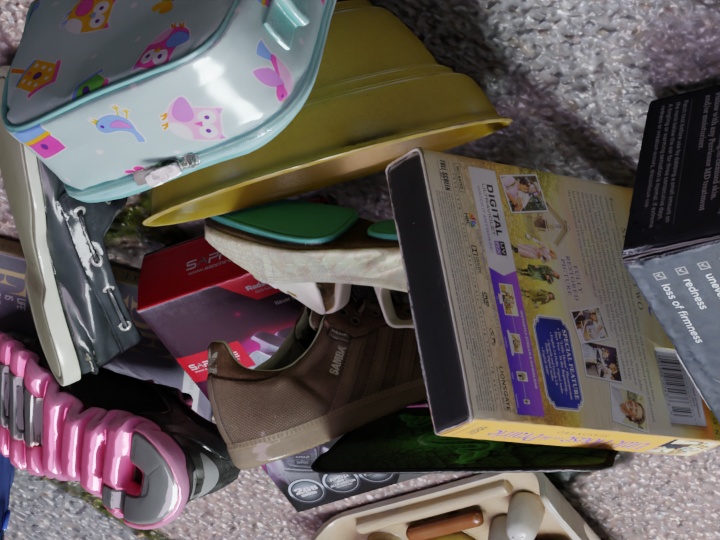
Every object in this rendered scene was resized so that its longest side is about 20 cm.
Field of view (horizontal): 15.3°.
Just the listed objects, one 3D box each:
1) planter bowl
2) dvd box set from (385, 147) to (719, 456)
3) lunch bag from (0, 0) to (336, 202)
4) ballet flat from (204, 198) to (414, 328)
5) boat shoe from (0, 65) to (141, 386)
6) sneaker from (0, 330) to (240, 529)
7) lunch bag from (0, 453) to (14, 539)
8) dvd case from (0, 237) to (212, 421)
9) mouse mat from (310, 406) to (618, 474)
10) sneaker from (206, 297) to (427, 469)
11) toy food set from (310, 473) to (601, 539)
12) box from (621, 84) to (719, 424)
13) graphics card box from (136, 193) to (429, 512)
[{"bbox_3d":[-0.028,-0.089,1.388,0.200,0.200,0.084,-18,88,33],"label":"planter bowl"},{"bbox_3d":[0.103,0.019,1.390,0.199,0.147,0.029,7,155,-44],"label":"dvd box set"},{"bbox_3d":[-0.082,-0.127,1.305,0.160,0.201,0.077,-15,131,29],"label":"lunch bag"},{"bbox_3d":[0.000,0.000,1.459,0.199,0.067,0.063,6,109,25],"label":"ballet flat"},{"bbox_3d":[-0.164,-0.031,1.541,0.066,0.074,0.200,-17,114,-16],"label":"boat shoe"},{"bbox_3d":[-0.151,0.090,1.625,0.200,0.095,0.079,30,123,35],"label":"sneaker"},{"bbox_3d":[-0.317,0.153,1.741,0.199,0.133,0.136,15,147,3],"label":"lunch bag"},{"bbox_3d":[-0.186,0.043,1.672,0.199,0.016,0.149,14,139,2],"label":"dvd case"},{"bbox_3d":[0.067,0.091,1.476,0.160,0.200,0.008,-2,95,10],"label":"mouse mat"},{"bbox_3d":[0.006,0.042,1.504,0.070,0.199,0.076,-14,98,63],"label":"sneaker"},{"bbox_3d":[0.077,0.207,1.738,0.199,0.061,0.144,-17,129,34],"label":"toy food set"},{"bbox_3d":[0.268,-0.002,1.389,0.196,0.124,0.200,-11,133,28],"label":"box"},{"bbox_3d":[-0.031,0.054,1.599,0.125,0.051,0.200,-18,131,22],"label":"graphics card box"}]
